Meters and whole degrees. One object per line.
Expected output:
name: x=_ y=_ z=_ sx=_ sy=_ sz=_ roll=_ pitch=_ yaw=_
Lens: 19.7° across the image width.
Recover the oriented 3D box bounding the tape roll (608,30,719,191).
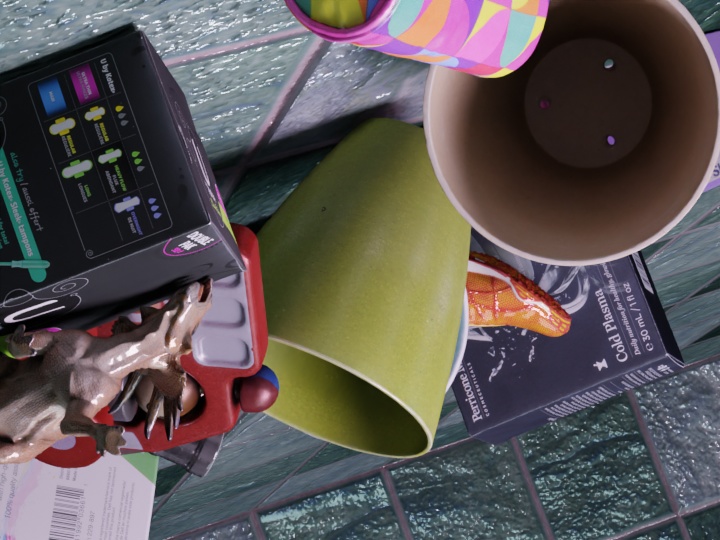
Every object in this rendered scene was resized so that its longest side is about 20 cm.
tape roll: x=0.253 y=-0.115 z=1.689 sx=0.199 sy=0.086 sz=0.200 roll=-19 pitch=168 yaw=-4

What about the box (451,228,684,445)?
box: x=0.167 y=0.030 z=1.911 sx=0.196 sy=0.201 sz=0.124 roll=-24 pitch=166 yaw=13

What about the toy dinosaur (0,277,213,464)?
toy dinosaur: x=-0.178 y=0.074 z=1.206 sx=0.199 sy=0.086 sz=0.135 roll=-17 pitch=177 yaw=14

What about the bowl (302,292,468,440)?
bowl: x=-0.022 y=0.039 z=1.721 sx=0.200 sy=0.202 sz=0.105 roll=-16 pitch=-173 yaw=-22

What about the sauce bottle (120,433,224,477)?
sauce bottle: x=-0.193 y=0.089 z=1.480 sx=0.199 sy=0.066 sz=0.066 roll=23 pitch=155 yaw=-12

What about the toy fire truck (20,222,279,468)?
toy fire truck: x=-0.139 y=0.047 z=1.351 sx=0.167 sy=0.113 sz=0.201 roll=5 pitch=133 yaw=10

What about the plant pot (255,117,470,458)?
plant pot: x=0.000 y=0.000 z=1.470 sx=0.186 sy=0.201 sz=0.187 roll=21 pitch=160 yaw=8

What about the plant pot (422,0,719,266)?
plant pot: x=0.144 y=-0.107 z=1.370 sx=0.186 sy=0.188 sz=0.200 roll=-23 pitch=-178 yaw=10

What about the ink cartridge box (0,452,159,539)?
ink cartridge box: x=-0.254 y=0.147 z=1.524 sx=0.198 sy=0.146 sz=0.088 roll=11 pitch=159 yaw=-15

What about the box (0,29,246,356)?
box: x=-0.185 y=-0.032 z=1.204 sx=0.199 sy=0.125 sz=0.149 roll=-21 pitch=169 yaw=0

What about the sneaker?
sneaker: x=0.089 y=0.020 z=1.820 sx=0.199 sy=0.078 sz=0.073 roll=21 pitch=-169 yaw=-3

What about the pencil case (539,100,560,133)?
pencil case: x=0.088 y=-0.074 z=1.567 sx=0.199 sy=0.094 sz=0.090 roll=-28 pitch=167 yaw=34

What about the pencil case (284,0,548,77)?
pencil case: x=0.034 y=-0.157 z=1.135 sx=0.088 sy=0.089 sz=0.200 roll=-26 pitch=169 yaw=25
